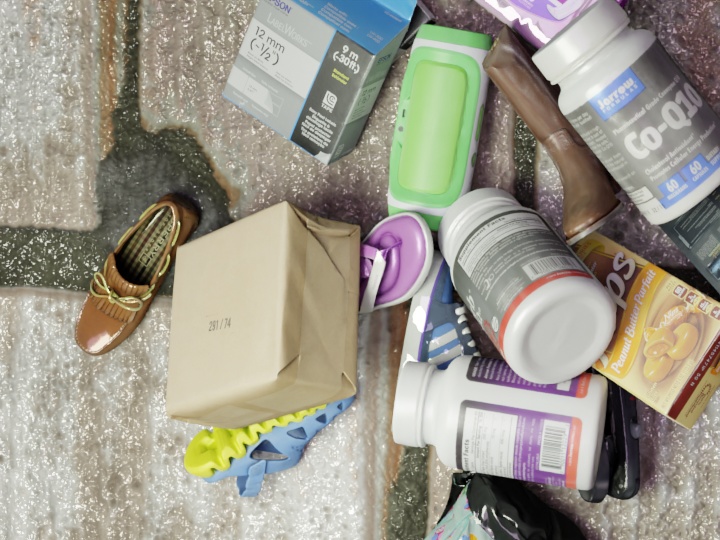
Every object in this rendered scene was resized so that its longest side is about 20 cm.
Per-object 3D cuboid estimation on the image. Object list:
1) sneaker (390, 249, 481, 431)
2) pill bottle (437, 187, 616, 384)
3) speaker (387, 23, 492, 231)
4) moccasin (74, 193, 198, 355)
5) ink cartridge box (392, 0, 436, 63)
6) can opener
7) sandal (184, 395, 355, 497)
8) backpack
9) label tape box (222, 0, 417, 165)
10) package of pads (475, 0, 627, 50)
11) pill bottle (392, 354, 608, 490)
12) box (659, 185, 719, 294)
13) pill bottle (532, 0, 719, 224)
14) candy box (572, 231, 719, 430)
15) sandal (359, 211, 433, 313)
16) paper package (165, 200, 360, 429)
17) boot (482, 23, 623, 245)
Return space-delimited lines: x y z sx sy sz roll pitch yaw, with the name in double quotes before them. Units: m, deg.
"sneaker" 0.116 0.089 1.668 0.145 0.081 0.202 11 92 3
"pill bottle" 0.155 0.009 1.564 0.115 0.200 0.117 -11 125 -16
"speaker" 0.081 -0.145 1.646 0.087 0.088 0.202 11 98 14
"moccasin" -0.248 0.008 1.753 0.074 0.078 0.202 43 104 8
"ink cartridge box" -0.019 -0.304 1.686 0.095 0.037 0.201 -41 82 16
"can opener" 0.254 0.134 1.636 0.063 0.078 0.203 -1 86 28
"sandal" -0.089 0.176 1.736 0.199 0.080 0.087 -31 122 9
"backpack" 0.117 0.314 1.653 0.167 0.127 0.200 40 110 0
"label tape box" -0.041 -0.232 1.649 0.143 0.066 0.201 34 122 15
"package of pads" 0.173 -0.301 1.611 0.199 0.076 0.121 38 105 9
"pill bottle" 0.136 0.143 1.570 0.198 0.111 0.113 8 97 12
"box" 0.394 -0.070 1.537 0.051 0.158 0.200 29 107 -35
"pill bottle" 0.259 -0.154 1.526 0.113 0.114 0.200 -39 95 15
"candy box" 0.268 0.053 1.565 0.200 0.055 0.116 35 93 45
"sandal" 0.003 0.007 1.653 0.202 0.049 0.083 -35 76 47
"paper package" -0.101 0.049 1.638 0.199 0.103 0.193 -19 63 47
"boot" 0.175 -0.135 1.554 0.064 0.187 0.201 -31 101 21
